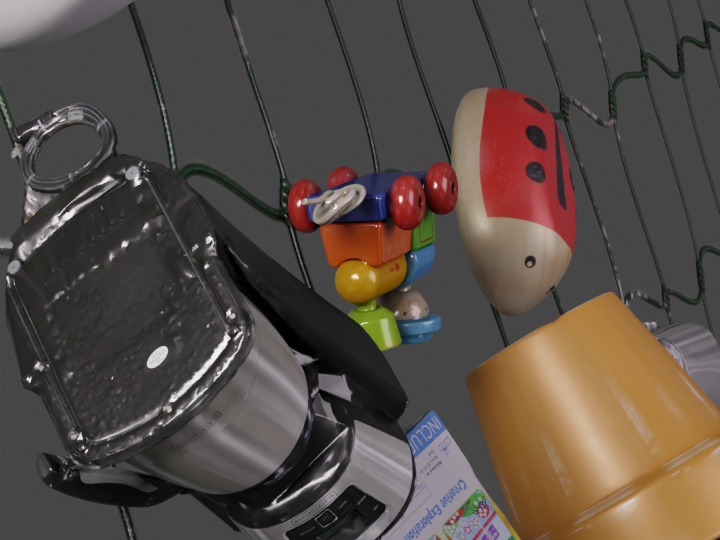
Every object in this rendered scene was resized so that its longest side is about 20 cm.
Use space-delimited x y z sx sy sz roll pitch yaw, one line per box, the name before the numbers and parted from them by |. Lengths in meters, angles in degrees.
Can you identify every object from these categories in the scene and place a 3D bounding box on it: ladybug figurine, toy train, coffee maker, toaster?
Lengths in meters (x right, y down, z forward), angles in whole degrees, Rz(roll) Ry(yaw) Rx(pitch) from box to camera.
ladybug figurine | 0.122 -0.062 1.708 0.136 0.072 0.201 44 36 -51
toy train | 0.000 0.000 1.368 0.200 0.084 0.116 -26 113 -68
coffee maker | -0.069 0.035 1.082 0.200 0.134 0.193 42 37 -54
toaster | 0.250 0.139 1.836 0.129 0.113 0.201 2 76 -64

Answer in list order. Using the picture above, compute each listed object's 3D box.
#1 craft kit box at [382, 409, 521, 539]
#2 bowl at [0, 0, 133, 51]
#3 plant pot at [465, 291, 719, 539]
craft kit box | 0.043 0.205 1.248 0.198 0.048 0.200 54 34 1
bowl | -0.157 -0.225 1.132 0.200 0.074 0.201 -48 121 -67
plant pot | 0.173 0.124 1.571 0.184 0.200 0.200 61 20 7
